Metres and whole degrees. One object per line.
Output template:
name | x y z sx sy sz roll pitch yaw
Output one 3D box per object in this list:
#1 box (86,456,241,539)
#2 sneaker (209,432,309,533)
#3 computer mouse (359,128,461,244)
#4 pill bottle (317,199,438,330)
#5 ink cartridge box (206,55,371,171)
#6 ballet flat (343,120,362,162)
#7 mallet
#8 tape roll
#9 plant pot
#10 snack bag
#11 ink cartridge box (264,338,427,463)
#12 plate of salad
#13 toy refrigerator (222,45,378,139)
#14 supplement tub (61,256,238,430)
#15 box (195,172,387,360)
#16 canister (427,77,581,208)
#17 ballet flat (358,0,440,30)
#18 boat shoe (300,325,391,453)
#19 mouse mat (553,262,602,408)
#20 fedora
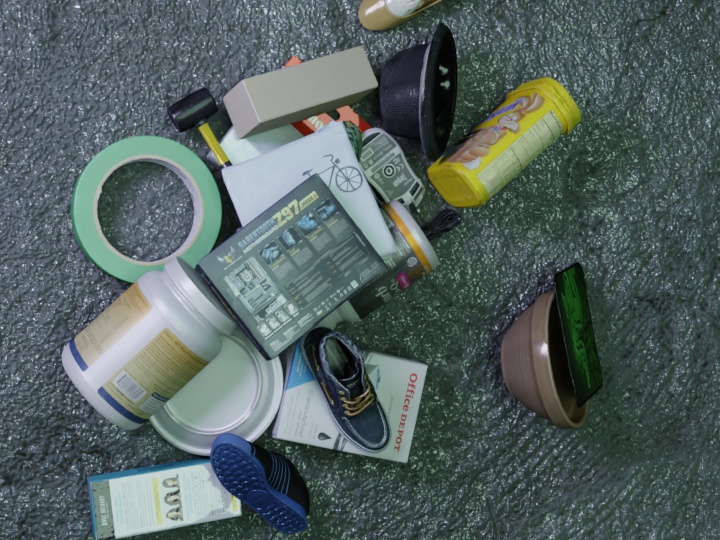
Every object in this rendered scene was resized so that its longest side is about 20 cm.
box | -0.266 0.308 1.596 0.199 0.049 0.083 -6 91 -19
sneaker | -0.136 0.276 1.605 0.070 0.078 0.200 -23 124 19
computer mouse | 0.055 -0.121 1.712 0.109 0.044 0.200 -37 106 -10
pill bottle | 0.000 0.000 1.640 0.200 0.116 0.117 -35 101 -1
ink cartridge box | -0.094 -0.181 1.656 0.160 0.047 0.200 42 80 -14
ballet flat | -0.051 -0.121 1.614 0.074 0.074 0.201 34 80 -16
mallet | -0.195 -0.147 1.580 0.066 0.041 0.201 -23 85 -9
tape roll | -0.290 -0.081 1.590 0.199 0.048 0.202 0 90 -19
plant pot | 0.267 0.137 1.733 0.092 0.201 0.202 -11 95 25
snack bag | -0.073 -0.078 1.565 0.188 0.021 0.201 -23 91 -6
ink cartridge box | -0.021 0.180 1.662 0.199 0.086 0.147 13 86 -17
plate of salad | -0.204 0.153 1.615 0.199 0.048 0.201 0 87 3
toy refrigerator | -0.083 -0.250 1.621 0.199 0.076 0.070 -23 90 -30
supplement tub | -0.271 0.093 1.526 0.200 0.144 0.145 -42 103 1
box | -0.089 -0.005 1.515 0.200 0.051 0.158 -39 93 -14
canister | 0.205 -0.183 1.707 0.200 0.148 0.087 -41 102 -12
ballet flat | 0.087 -0.413 1.710 0.199 0.063 0.069 -30 99 -16
boat shoe | -0.012 0.166 1.571 0.071 0.091 0.201 -34 102 -15
mouse mat | 0.329 0.094 1.763 0.007 0.161 0.201 -10 94 26
fedora | 0.079 -0.257 1.676 0.091 0.201 0.202 4 88 15
